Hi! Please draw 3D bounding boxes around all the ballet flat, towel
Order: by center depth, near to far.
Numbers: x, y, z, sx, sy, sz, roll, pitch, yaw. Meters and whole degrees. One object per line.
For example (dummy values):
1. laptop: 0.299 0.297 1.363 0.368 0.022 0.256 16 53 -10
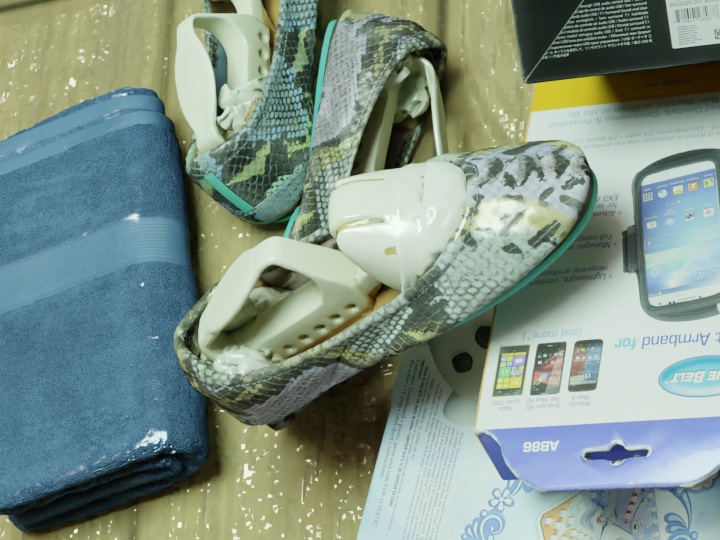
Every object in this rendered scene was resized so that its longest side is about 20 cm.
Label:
1. ballet flat: 0.000 0.000 1.087 0.200 0.072 0.072 -32 51 34
2. ballet flat: 0.001 -0.024 1.214 0.072 0.072 0.201 1 66 27
3. towel: -0.125 0.017 1.266 0.111 0.049 0.200 -19 56 17
4. ballet flat: -0.054 -0.118 1.284 0.074 0.074 0.200 -15 57 19

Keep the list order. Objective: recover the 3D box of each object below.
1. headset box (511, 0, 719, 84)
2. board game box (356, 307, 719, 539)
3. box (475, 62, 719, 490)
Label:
1. headset box: 0.161 -0.132 1.128 0.148 0.200 0.077 -5 101 24
2. board game box: 0.099 0.100 1.112 0.199 0.043 0.201 3 65 28
3. box: 0.116 0.006 1.093 0.119 0.042 0.200 -4 54 23
